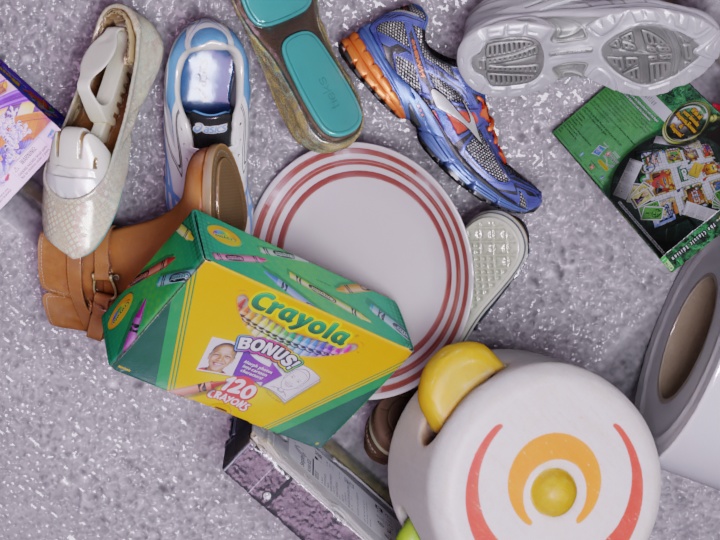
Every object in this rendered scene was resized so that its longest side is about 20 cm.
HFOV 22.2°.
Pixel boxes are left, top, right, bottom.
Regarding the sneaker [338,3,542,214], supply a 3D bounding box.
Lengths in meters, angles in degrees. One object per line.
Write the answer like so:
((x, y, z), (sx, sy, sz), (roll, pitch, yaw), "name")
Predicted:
((0.074, -0.122, 1.406), (0.078, 0.075, 0.200), (-43, 102, 4), "sneaker")

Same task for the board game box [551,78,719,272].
((0.223, -0.086, 1.356), (0.105, 0.200, 0.023), (-41, 125, 9), "board game box")

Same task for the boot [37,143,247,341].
((-0.171, -0.017, 1.394), (0.154, 0.074, 0.201), (14, 119, 13), "boot")

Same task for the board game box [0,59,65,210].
((-0.338, -0.081, 1.418), (0.134, 0.045, 0.200), (42, 99, -10), "board game box")

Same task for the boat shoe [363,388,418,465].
((0.098, 0.130, 1.471), (0.202, 0.075, 0.075), (5, 60, -16), "boat shoe")

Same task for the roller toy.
((0.122, 0.151, 1.356), (0.182, 0.140, 0.201), (1, 93, -16), "roller toy")

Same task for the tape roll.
((0.277, 0.062, 1.385), (0.071, 0.202, 0.203), (21, 101, -5), "tape roll")

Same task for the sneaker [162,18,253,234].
((-0.118, -0.092, 1.407), (0.072, 0.072, 0.201), (-3, 106, -2), "sneaker")

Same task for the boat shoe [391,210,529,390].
((0.064, 0.028, 1.443), (0.075, 0.062, 0.200), (45, 113, 7), "boat shoe")

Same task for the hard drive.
((-0.022, 0.187, 1.438), (0.200, 0.140, 0.038), (42, 98, -9), "hard drive")

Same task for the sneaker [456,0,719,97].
((0.171, -0.186, 1.378), (0.199, 0.100, 0.078), (1, 129, 0), "sneaker")

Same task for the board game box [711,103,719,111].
((0.293, -0.130, 1.362), (0.039, 0.158, 0.200), (23, 102, -12), "board game box")

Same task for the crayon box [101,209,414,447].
((-0.075, 0.047, 1.349), (0.200, 0.058, 0.119), (25, 120, -34), "crayon box")

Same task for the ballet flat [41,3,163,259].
((-0.202, -0.108, 1.364), (0.067, 0.062, 0.201), (5, 67, 21), "ballet flat")

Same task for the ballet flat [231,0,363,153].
((-0.059, -0.180, 1.389), (0.071, 0.071, 0.200), (-24, 89, 4), "ballet flat")

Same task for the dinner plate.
((0.000, 0.000, 1.423), (0.200, 0.024, 0.201), (5, 100, 27), "dinner plate")
